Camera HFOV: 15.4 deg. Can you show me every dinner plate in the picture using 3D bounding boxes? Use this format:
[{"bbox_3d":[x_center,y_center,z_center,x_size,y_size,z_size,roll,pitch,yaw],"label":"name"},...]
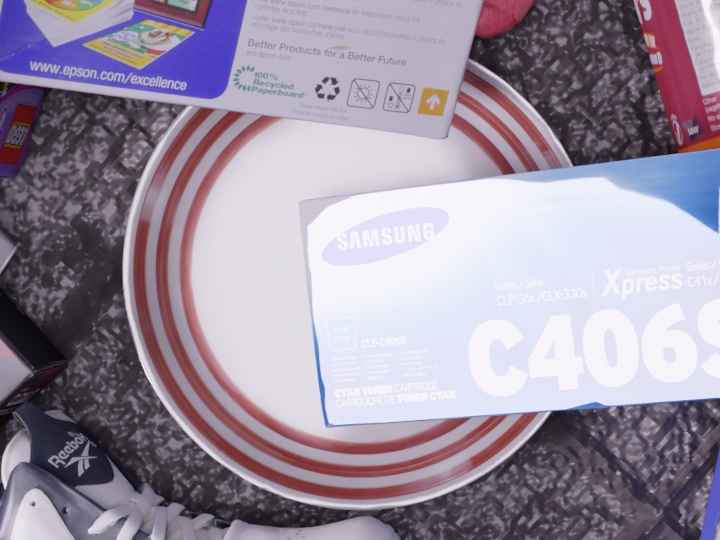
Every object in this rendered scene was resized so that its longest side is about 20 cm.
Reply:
[{"bbox_3d":[0.000,0.000,1.122,0.200,0.024,0.201,0,91,6],"label":"dinner plate"}]

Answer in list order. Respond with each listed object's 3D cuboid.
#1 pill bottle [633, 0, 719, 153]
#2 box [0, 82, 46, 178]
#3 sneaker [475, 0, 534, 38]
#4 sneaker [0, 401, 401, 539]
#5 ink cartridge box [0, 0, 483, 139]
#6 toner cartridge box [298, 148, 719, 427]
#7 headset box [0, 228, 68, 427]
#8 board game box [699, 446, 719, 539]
[{"bbox_3d":[0.157,-0.135,1.063,0.109,0.110,0.200,-17,89,5],"label":"pill bottle"},{"bbox_3d":[-0.163,-0.111,1.045,0.039,0.200,0.137,20,93,12],"label":"box"},{"bbox_3d":[-0.009,-0.159,1.095,0.200,0.074,0.087,24,94,4],"label":"sneaker"},{"bbox_3d":[-0.091,0.106,1.099,0.199,0.079,0.130,-20,95,20],"label":"sneaker"},{"bbox_3d":[-0.036,-0.157,1.016,0.198,0.043,0.200,7,114,-20],"label":"ink cartridge box"},{"bbox_3d":[0.074,0.008,1.043,0.200,0.043,0.095,-7,89,31],"label":"toner cartridge box"},{"bbox_3d":[-0.233,0.040,1.116,0.200,0.077,0.149,-43,88,3],"label":"headset box"},{"bbox_3d":[0.245,0.086,1.065,0.200,0.097,0.160,13,92,5],"label":"board game box"}]
